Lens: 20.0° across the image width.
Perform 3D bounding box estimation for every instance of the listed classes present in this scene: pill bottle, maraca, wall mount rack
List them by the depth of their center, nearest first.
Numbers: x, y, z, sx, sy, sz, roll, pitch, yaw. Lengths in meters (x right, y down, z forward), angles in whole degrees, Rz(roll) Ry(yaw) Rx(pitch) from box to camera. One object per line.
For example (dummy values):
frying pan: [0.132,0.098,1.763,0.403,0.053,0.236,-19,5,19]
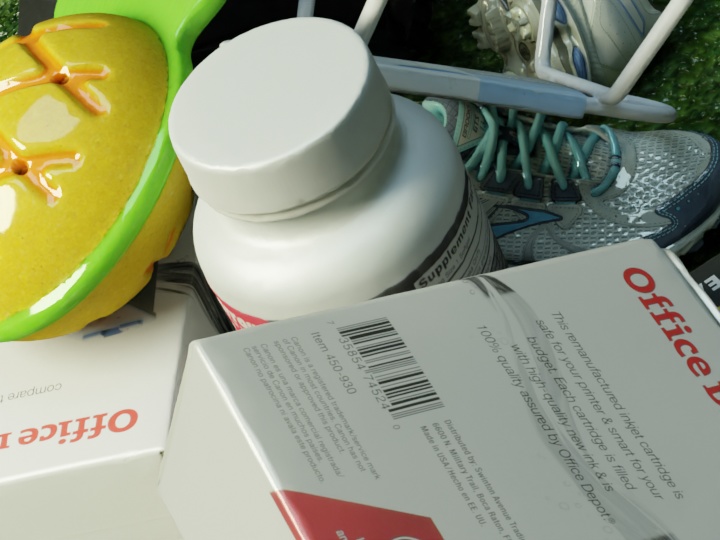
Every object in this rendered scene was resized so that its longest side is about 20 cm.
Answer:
pill bottle: [0.000,0.000,0.811,0.110,0.201,0.111,-15,43,14]
wall mount rack: [0.050,-0.103,0.821,0.199,0.075,0.174,6,8,-15]
maraca: [-0.118,-0.059,0.860,0.137,0.107,0.201,2,63,42]

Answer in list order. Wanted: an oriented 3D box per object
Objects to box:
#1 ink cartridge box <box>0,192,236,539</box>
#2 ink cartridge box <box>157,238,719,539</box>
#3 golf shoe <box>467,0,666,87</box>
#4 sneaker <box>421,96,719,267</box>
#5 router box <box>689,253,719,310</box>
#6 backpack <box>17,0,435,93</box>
ink cartridge box: [-0.124,0.042,0.918,0.145,0.086,0.201,-12,42,15]
ink cartridge box: [0.051,0.081,0.713,0.199,0.083,0.147,-11,50,-28]
golf shoe: [0.085,-0.178,0.963,0.097,0.201,0.078,-29,20,-18]
sneaker: [0.063,-0.036,0.900,0.199,0.087,0.078,-9,44,18]
router box: [0.231,0.021,0.786,0.199,0.052,0.157,-33,43,-7]
backpack: [-0.059,-0.154,1.007,0.199,0.168,0.127,2,36,-31]
